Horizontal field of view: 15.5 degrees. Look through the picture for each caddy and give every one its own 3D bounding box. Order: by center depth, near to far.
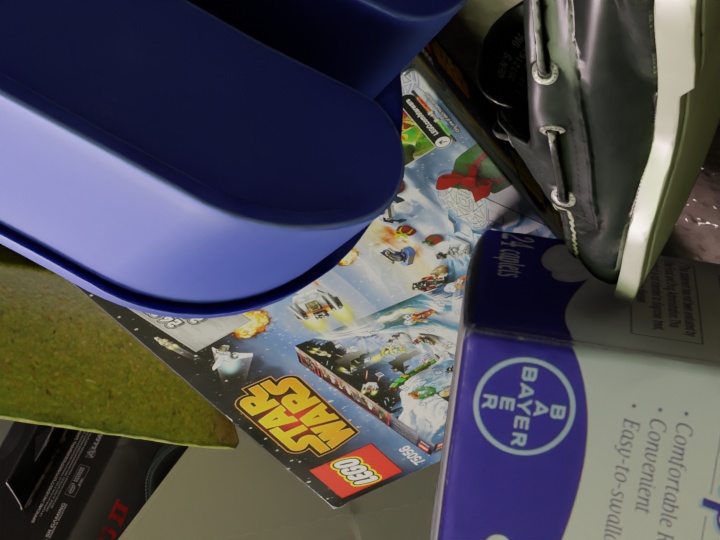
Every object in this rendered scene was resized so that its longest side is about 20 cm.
[{"bbox_3d":[-0.067,-0.074,0.716,0.200,0.142,0.105,29,155,-18],"label":"caddy"}]

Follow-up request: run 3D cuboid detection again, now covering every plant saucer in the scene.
[{"bbox_3d":[-0.149,-0.003,0.984,0.199,0.048,0.200,9,-165,-13],"label":"plant saucer"}]

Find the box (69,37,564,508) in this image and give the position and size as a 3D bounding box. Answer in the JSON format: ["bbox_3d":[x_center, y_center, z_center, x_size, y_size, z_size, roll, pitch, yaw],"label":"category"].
[{"bbox_3d":[0.000,0.000,0.886,0.137,0.040,0.200,-26,142,15],"label":"box"}]

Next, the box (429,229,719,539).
[{"bbox_3d":[0.120,0.101,0.822,0.199,0.184,0.105,8,-164,2],"label":"box"}]

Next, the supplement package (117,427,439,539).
[{"bbox_3d":[0.013,0.136,1.126,0.152,0.151,0.200,32,165,21],"label":"supplement package"}]

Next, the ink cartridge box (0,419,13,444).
[{"bbox_3d":[-0.243,0.094,1.341,0.200,0.147,0.145,2,152,44],"label":"ink cartridge box"}]

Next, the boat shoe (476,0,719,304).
[{"bbox_3d":[0.064,-0.057,0.719,0.066,0.075,0.199,20,160,12],"label":"boat shoe"}]

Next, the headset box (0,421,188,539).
[{"bbox_3d":[-0.094,0.119,1.238,0.077,0.149,0.200,12,158,42],"label":"headset box"}]
